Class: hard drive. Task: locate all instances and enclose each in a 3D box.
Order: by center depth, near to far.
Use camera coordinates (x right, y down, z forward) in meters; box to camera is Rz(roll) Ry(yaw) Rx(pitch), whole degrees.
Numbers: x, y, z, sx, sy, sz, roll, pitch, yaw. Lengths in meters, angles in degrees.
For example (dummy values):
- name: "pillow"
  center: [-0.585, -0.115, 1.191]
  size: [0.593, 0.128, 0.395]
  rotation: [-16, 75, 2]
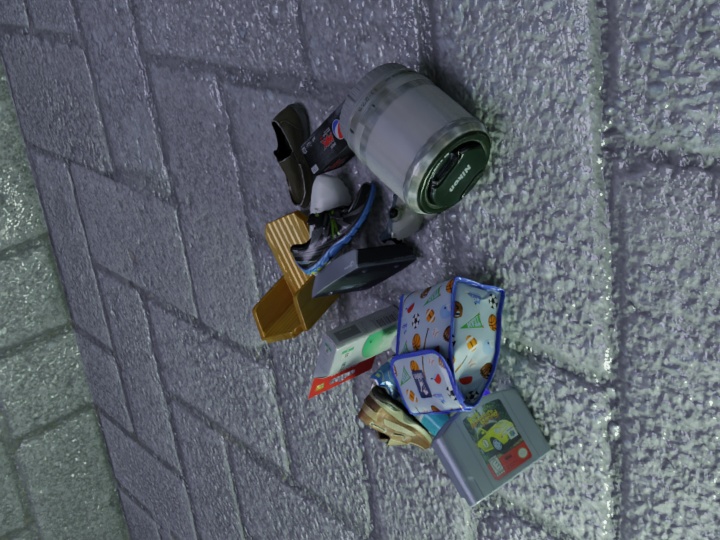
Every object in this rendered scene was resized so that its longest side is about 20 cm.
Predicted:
- name: "hard drive"
  center: [0.000, 0.000, 1.720]
  size: [0.200, 0.133, 0.043]
  rotation: [-34, 68, 60]

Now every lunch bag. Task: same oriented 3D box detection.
- name: "lunch bag"
  center: [0.133, 0.127, 1.546]
  size: [0.170, 0.123, 0.203]
  rotation: [-20, 60, 60]

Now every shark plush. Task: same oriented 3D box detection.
- name: "shark plush"
  center: [0.077, -0.100, 1.640]
  size: [0.200, 0.090, 0.084]
  rotation: [97, 160, -67]

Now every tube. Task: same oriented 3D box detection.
- name: "tube"
  center: [0.156, 0.293, 1.755]
  size: [0.200, 0.050, 0.078]
  rotation: [46, 172, 25]

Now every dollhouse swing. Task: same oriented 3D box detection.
- name: "dollhouse swing"
  center: [-0.155, 0.013, 1.927]
  size: [0.176, 0.182, 0.199]
  rotation: [51, 151, -15]

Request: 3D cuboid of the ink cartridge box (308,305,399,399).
- name: "ink cartridge box"
  center: [-0.009, 0.166, 1.807]
  size: [0.050, 0.160, 0.201]
  rotation: [48, 143, 30]

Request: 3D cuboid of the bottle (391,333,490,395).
- name: "bottle"
  center: [0.134, 0.174, 1.681]
  size: [0.200, 0.066, 0.083]
  rotation: [38, -179, 37]

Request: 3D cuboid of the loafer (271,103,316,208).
- name: "loafer"
  center: [-0.133, -0.209, 1.831]
  size: [0.075, 0.069, 0.202]
  rotation: [18, 124, 49]

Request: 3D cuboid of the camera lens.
- name: "camera lens"
  center: [0.083, -0.195, 1.449]
  size: [0.200, 0.159, 0.161]
  rotation: [45, 142, 29]

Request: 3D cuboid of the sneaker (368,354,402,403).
- name: "sneaker"
  center: [0.047, 0.252, 1.858]
  size: [0.075, 0.077, 0.202]
  rotation: [31, 135, 39]

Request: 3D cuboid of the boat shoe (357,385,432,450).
- name: "boat shoe"
  center: [0.059, 0.282, 1.783]
  size: [0.200, 0.074, 0.076]
  rotation: [44, 180, -41]

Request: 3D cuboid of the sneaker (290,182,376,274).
- name: "sneaker"
  center: [-0.048, -0.081, 1.708]
  size: [0.083, 0.071, 0.200]
  rotation: [44, 104, -3]

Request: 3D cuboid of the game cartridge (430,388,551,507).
- name: "game cartridge"
  center: [0.205, 0.268, 1.529]
  size: [0.134, 0.199, 0.041]
  rotation: [57, 139, 12]

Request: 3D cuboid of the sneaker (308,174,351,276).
- name: "sneaker"
  center: [-0.063, -0.082, 1.782]
  size: [0.076, 0.081, 0.202]
  rotation: [14, 131, 18]

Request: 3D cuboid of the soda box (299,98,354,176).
- name: "soda box"
  center: [-0.026, -0.234, 1.661]
  size: [0.200, 0.070, 0.064]
  rotation: [-33, 82, 57]
